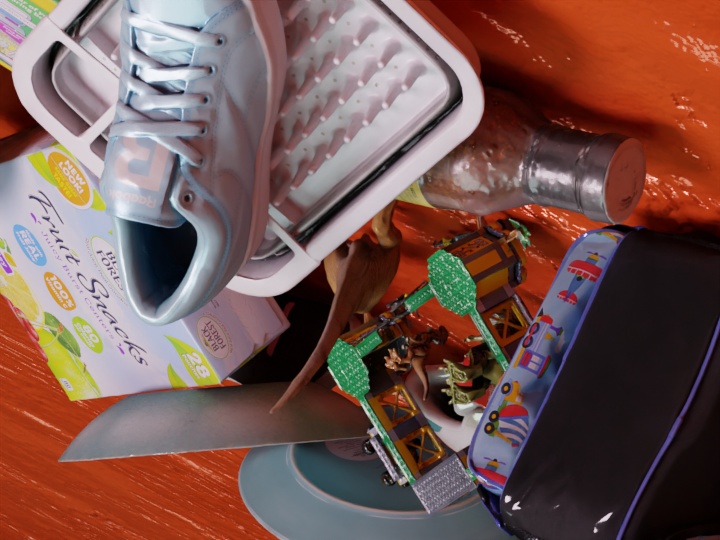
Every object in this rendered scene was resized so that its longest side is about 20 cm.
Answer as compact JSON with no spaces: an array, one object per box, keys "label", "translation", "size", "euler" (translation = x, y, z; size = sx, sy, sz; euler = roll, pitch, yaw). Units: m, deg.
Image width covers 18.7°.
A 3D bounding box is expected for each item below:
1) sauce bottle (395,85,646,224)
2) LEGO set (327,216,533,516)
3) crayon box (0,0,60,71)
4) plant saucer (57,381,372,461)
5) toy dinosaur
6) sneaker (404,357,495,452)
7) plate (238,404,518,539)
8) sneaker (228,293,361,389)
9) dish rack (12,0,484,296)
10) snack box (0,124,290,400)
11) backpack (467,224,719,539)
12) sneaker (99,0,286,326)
[{"label":"sauce bottle","translation":[0.039,-0.059,1.039],"size":[0.200,0.066,0.066],"euler":[17,158,33]},{"label":"LEGO set","translation":[0.084,0.046,1.218],"size":[0.154,0.116,0.200],"euler":[54,145,13]},{"label":"crayon box","translation":[-0.170,-0.151,1.096],"size":[0.200,0.058,0.119],"euler":[33,159,-15]},{"label":"plant saucer","translation":[-0.084,0.090,1.327],"size":[0.201,0.039,0.201],"euler":[-5,176,0]},{"label":"toy dinosaur","translation":[0.000,0.000,1.164],"size":[0.060,0.106,0.200],"euler":[6,-166,7]},{"label":"sneaker","translation":[0.104,0.091,1.315],"size":[0.093,0.070,0.200],"euler":[34,163,-34]},{"label":"plate","translation":[0.021,0.130,1.415],"size":[0.200,0.200,0.026],"euler":[18,120,26]},{"label":"sneaker","translation":[-0.085,0.031,1.415],"size":[0.099,0.071,0.200],"euler":[36,164,-34]},{"label":"dish rack","translation":[-0.048,-0.092,0.997],"size":[0.172,0.044,0.200],"euler":[43,133,-9]},{"label":"snack box","translation":[-0.155,-0.010,1.325],"size":[0.200,0.068,0.169],"euler":[-12,114,55]},{"label":"backpack","translation":[0.175,0.090,1.085],"size":[0.134,0.183,0.200],"euler":[20,172,45]},{"label":"sneaker","translation":[-0.078,-0.060,0.952],"size":[0.074,0.082,0.200],"euler":[10,129,18]}]
